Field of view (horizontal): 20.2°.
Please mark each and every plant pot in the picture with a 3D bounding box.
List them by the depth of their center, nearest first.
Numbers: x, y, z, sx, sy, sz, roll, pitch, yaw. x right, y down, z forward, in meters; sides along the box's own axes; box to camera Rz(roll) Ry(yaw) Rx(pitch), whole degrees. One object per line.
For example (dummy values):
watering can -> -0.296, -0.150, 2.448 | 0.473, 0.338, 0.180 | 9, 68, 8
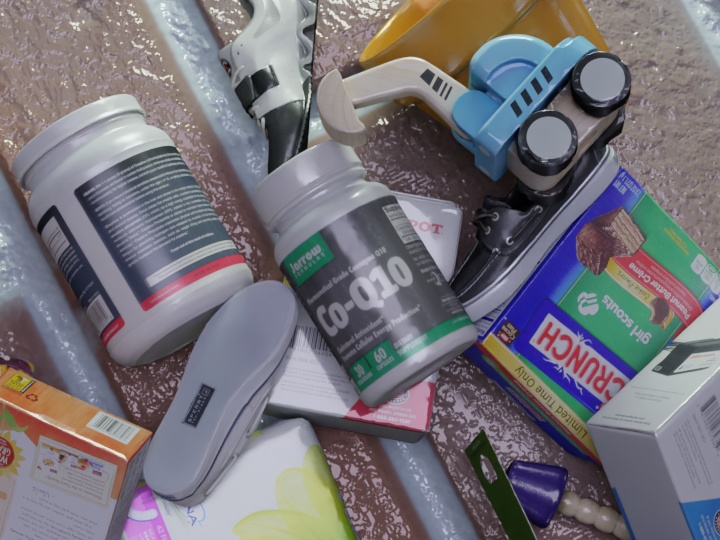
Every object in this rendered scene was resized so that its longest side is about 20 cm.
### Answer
plant pot -> 0.131, -0.182, 1.763 | 0.200, 0.200, 0.183 | -46, 101, -11

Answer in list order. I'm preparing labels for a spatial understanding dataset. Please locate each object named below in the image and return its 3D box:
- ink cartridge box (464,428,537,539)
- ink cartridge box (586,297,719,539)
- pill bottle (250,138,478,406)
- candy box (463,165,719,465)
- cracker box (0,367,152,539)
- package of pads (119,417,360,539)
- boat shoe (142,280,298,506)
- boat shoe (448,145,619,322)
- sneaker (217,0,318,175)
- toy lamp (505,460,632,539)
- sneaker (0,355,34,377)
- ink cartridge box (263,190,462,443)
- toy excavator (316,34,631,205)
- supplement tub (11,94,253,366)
ink cartridge box -> 0.107, 0.245, 1.684 | 0.075, 0.148, 0.201 | -24, 80, -7
ink cartridge box -> 0.299, 0.133, 1.695 | 0.200, 0.083, 0.146 | -38, 116, -31
pill bottle -> 0.000, 0.000, 1.658 | 0.113, 0.113, 0.201 | -31, 81, -10
candy box -> 0.201, 0.036, 1.742 | 0.169, 0.077, 0.200 | 43, 79, -20
cracker box -> -0.261, 0.197, 1.651 | 0.133, 0.058, 0.201 | 24, 116, 8
package of pads -> -0.108, 0.226, 1.712 | 0.199, 0.068, 0.155 | -22, 82, -8
boat shoe -> -0.110, 0.102, 1.672 | 0.073, 0.065, 0.201 | 30, 81, 27
boat shoe -> 0.129, -0.043, 1.691 | 0.200, 0.070, 0.066 | -45, 112, 4
sneaker -> -0.084, -0.163, 1.795 | 0.088, 0.074, 0.201 | 3, 68, -4
toy lamp -> 0.216, 0.218, 1.744 | 0.199, 0.058, 0.058 | 24, 78, 1
sneaker -> -0.329, 0.097, 1.726 | 0.200, 0.075, 0.090 | 43, 70, -1
ink cartridge box -> 0.002, 0.035, 1.751 | 0.144, 0.083, 0.201 | 11, 78, -1
toy excavator -> 0.091, -0.136, 1.631 | 0.200, 0.100, 0.195 | 41, 81, 14
supplement tub -> -0.194, -0.033, 1.722 | 0.140, 0.140, 0.201 | -30, 82, -10
